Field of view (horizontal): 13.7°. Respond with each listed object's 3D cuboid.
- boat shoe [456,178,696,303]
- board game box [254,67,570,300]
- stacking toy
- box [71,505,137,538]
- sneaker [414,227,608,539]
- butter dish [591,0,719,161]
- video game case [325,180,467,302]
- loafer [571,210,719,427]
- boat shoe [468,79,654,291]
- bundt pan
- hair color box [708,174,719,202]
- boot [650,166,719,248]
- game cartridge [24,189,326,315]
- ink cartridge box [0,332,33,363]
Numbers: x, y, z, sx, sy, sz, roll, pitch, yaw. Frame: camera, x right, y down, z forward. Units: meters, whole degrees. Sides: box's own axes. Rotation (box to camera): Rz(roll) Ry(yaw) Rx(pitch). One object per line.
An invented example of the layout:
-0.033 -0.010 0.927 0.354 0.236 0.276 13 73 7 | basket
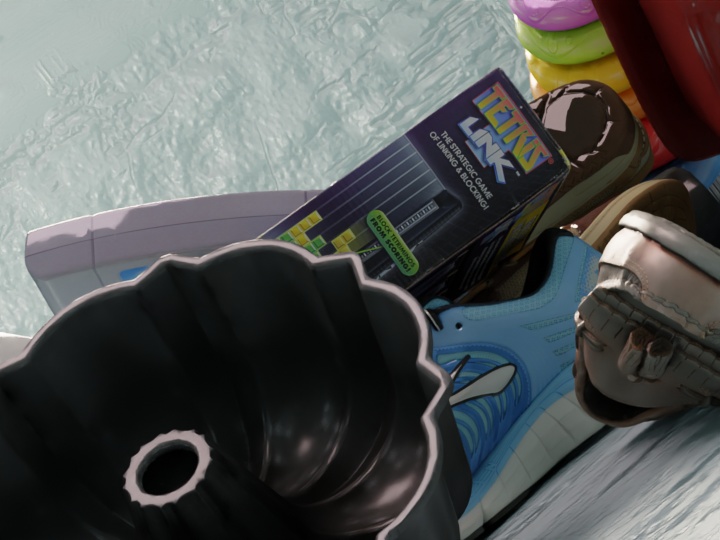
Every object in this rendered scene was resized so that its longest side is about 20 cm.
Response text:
0.085 0.011 1.340 0.072 0.072 0.200 5 29 33 | boat shoe
0.000 0.000 1.285 0.165 0.057 0.200 -37 -5 -8 | board game box
0.116 -0.133 1.519 0.109 0.200 0.116 7 55 35 | stacking toy
-0.074 0.127 1.195 0.075 0.101 0.200 5 7 4 | box
0.032 0.057 1.209 0.200 0.090 0.078 -38 1 -21 | sneaker
0.218 -0.124 1.377 0.199 0.200 0.148 -27 41 4 | butter dish
0.018 0.024 1.623 0.181 0.046 0.200 10 -27 -28 | video game case
0.104 0.026 1.032 0.063 0.072 0.200 -55 -5 -1 | loafer
0.054 -0.016 1.471 0.199 0.072 0.076 -25 -31 14 | boat shoe
-0.050 0.088 1.019 0.201 0.076 0.202 -16 44 16 | bundt pan
0.144 -0.017 1.681 0.101 0.061 0.200 -39 2 -32 | hair color box
0.096 0.028 1.436 0.200 0.066 0.165 -34 2 -6 | boot
-0.078 0.000 1.656 0.199 0.041 0.133 -7 -28 6 | game cartridge
-0.188 0.139 1.267 0.145 0.201 0.145 10 19 19 | ink cartridge box
